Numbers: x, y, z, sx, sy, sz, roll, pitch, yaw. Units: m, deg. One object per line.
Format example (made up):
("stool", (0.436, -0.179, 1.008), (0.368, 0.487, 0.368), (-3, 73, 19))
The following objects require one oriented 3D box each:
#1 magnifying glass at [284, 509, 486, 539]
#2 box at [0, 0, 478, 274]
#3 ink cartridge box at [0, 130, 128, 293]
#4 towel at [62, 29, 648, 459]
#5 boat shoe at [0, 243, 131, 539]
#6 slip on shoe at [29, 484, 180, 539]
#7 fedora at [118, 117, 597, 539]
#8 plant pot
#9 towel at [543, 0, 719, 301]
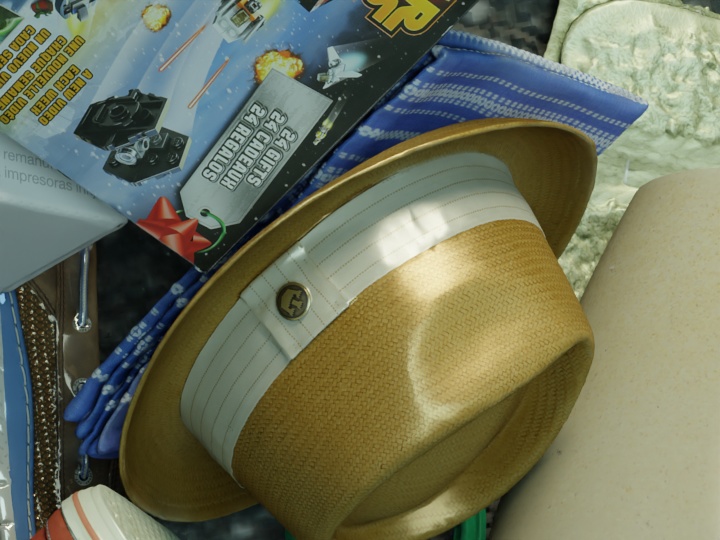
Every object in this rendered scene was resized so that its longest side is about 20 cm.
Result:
("magnifying glass", (-0.001, 0.154, 1.131), (0.079, 0.022, 0.201), (12, 88, -28))
("box", (-0.036, -0.108, 0.935), (0.137, 0.040, 0.200), (36, 113, -25))
("ink cartridge box", (-0.164, -0.107, 1.012), (0.145, 0.084, 0.201), (11, 65, -38))
("towel", (0.000, 0.000, 1.049), (0.200, 0.145, 0.024), (-46, 61, 20))
("boat shoe", (-0.109, 0.068, 1.084), (0.072, 0.072, 0.201), (-9, 95, -21))
("slip on shoe", (-0.075, 0.132, 1.044), (0.061, 0.200, 0.074), (-36, 64, 1))
("fedora", (0.015, 0.037, 1.014), (0.200, 0.201, 0.082), (-33, 65, -12))
("plant pot", (0.133, 0.073, 1.072), (0.187, 0.187, 0.201), (12, 72, -13))
("towel", (0.154, -0.024, 1.167), (0.199, 0.036, 0.149), (12, 88, -13))
